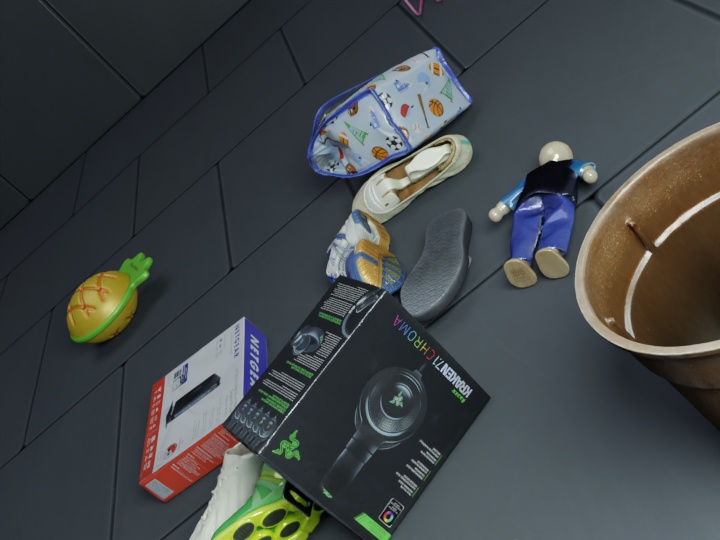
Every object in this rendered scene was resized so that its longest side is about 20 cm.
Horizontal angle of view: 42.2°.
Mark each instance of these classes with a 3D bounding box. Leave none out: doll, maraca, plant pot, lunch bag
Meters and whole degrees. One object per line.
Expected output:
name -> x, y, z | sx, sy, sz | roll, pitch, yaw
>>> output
doll -> 0.202, -0.073, 1.034 | 0.136, 0.048, 0.200 | -19, 38, 38
maraca -> -0.452, 0.049, 1.688 | 0.200, 0.107, 0.137 | -51, 36, -11
plant pot -> 0.280, 0.033, 0.623 | 0.200, 0.198, 0.201 | -32, 30, 21
lunch bag -> 0.029, -0.218, 1.352 | 0.170, 0.124, 0.200 | -37, 7, -37

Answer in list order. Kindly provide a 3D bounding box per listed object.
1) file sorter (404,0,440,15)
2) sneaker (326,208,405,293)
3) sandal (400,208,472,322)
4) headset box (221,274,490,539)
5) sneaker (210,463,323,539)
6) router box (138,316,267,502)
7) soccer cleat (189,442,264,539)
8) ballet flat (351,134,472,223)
file sorter -> 0.149, -0.587, 1.712 | 0.200, 0.139, 0.126 | -29, 35, 28
sneaker -> 0.000, 0.000, 1.200 | 0.088, 0.075, 0.200 | -49, 19, 17
sandal -> 0.102, -0.004, 1.095 | 0.076, 0.043, 0.200 | -17, 28, 30
headset box -> -0.006, 0.139, 0.889 | 0.200, 0.174, 0.093 | -51, 28, -13
sneaker -> -0.076, 0.231, 0.976 | 0.200, 0.074, 0.084 | -41, 29, -13
router box -> -0.205, 0.180, 1.239 | 0.179, 0.049, 0.200 | -37, 28, 15
soccer cleat -> -0.137, 0.241, 1.034 | 0.200, 0.078, 0.069 | -50, 28, -10
ballet flat -> 0.059, -0.127, 1.267 | 0.200, 0.068, 0.062 | -34, -15, 20
